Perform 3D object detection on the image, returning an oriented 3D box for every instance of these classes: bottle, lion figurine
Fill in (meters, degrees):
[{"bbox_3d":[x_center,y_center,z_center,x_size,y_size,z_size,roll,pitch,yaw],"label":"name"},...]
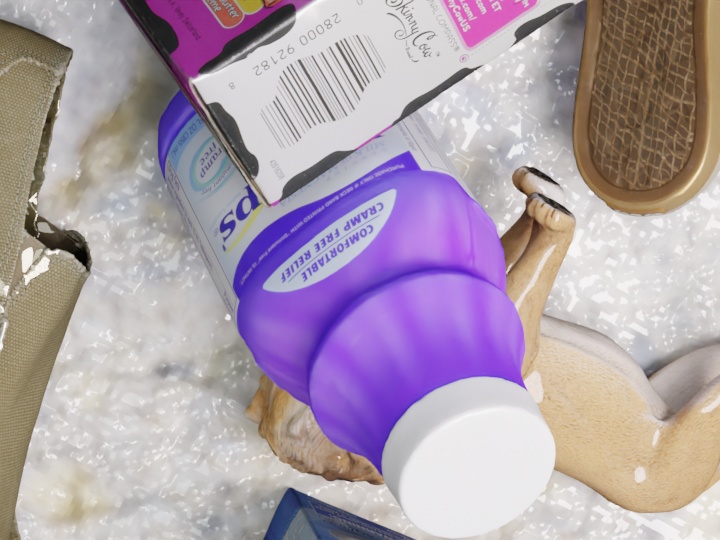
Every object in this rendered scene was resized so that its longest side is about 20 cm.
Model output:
[{"bbox_3d":[0.000,0.000,0.783,0.083,0.200,0.065,-36,130,6],"label":"bottle"},{"bbox_3d":[0.071,0.041,0.865,0.200,0.072,0.123,24,104,-15],"label":"lion figurine"}]

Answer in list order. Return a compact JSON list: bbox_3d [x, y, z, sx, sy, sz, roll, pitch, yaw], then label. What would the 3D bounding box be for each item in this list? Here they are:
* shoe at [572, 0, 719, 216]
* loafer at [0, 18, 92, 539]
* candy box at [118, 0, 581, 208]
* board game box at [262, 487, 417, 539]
[{"bbox_3d":[0.111,-0.115,0.863,0.070,0.053,0.200,10,89,28],"label":"shoe"},{"bbox_3d":[-0.120,0.012,0.830,0.067,0.076,0.200,-3,98,-1],"label":"loafer"},{"bbox_3d":[0.017,-0.126,0.798,0.200,0.136,0.061,-34,133,-2],"label":"candy box"},{"bbox_3d":[0.071,0.141,0.812,0.200,0.199,0.043,23,94,-11],"label":"board game box"}]
